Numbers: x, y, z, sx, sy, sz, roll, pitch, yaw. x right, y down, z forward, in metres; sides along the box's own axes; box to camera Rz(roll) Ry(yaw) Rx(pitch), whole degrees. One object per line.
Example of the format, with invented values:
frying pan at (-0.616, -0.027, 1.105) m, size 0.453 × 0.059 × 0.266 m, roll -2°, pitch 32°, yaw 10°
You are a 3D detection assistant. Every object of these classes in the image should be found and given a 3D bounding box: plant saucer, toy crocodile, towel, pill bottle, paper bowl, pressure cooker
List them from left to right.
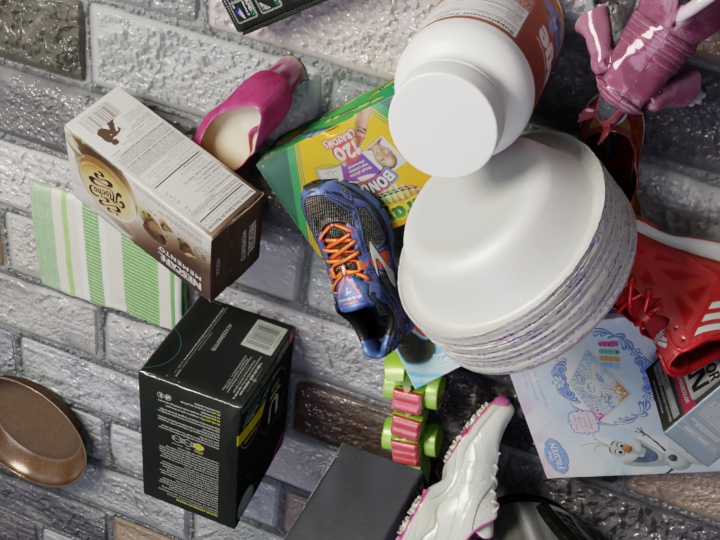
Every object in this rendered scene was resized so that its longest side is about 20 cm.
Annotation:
plant saucer at (-0.462, 0.218, 1.446) m, size 0.197 × 0.037 × 0.203 m, roll 12°, pitch 128°, yaw 15°
towel at (-0.294, -0.016, 1.213) m, size 0.197 × 0.023 × 0.154 m, roll 17°, pitch 128°, yaw 14°
toy crocodile at (0.056, 0.169, 1.163) m, size 0.066 × 0.062 × 0.202 m, roll 11°, pitch 128°, yaw 17°
pill bottle at (0.092, -0.159, 0.820) m, size 0.110 × 0.201 × 0.114 m, roll 12°, pitch 128°, yaw 16°
paper bowl at (0.115, -0.026, 0.840) m, size 0.199 × 0.203 × 0.104 m, roll -19°, pitch 133°, yaw 33°
pressure cooker at (0.184, 0.350, 1.156) m, size 0.175 × 0.200 × 0.179 m, roll 1°, pitch 106°, yaw -3°

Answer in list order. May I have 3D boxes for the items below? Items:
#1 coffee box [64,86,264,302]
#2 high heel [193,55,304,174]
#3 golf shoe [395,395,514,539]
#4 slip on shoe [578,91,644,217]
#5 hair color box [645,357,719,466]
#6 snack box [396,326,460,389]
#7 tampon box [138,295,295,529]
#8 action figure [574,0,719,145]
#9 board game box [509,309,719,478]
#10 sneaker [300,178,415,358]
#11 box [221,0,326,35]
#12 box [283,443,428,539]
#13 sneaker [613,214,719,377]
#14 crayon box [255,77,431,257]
coffee box at (-0.198, -0.077, 1.046) m, size 0.199 × 0.080 × 0.114 m, roll 36°, pitch 148°, yaw 14°
high heel at (-0.128, -0.125, 1.011) m, size 0.067 × 0.096 × 0.199 m, roll 46°, pitch 129°, yaw -13°
golf shoe at (0.120, 0.233, 1.110) m, size 0.091 × 0.201 × 0.075 m, roll 32°, pitch 172°, yaw 11°
slip on shoe at (0.219, -0.061, 0.926) m, size 0.073 × 0.061 × 0.202 m, roll 7°, pitch 127°, yaw 17°
hair color box at (0.347, 0.066, 0.899) m, size 0.060 × 0.099 × 0.200 m, roll 36°, pitch 115°, yaw -15°
snack box at (0.106, 0.026, 1.026) m, size 0.199 × 0.037 × 0.117 m, roll -33°, pitch 81°, yaw 38°
tampon box at (-0.165, 0.164, 1.200) m, size 0.124 × 0.150 × 0.202 m, roll 17°, pitch 129°, yaw 12°
action figure at (0.236, -0.176, 0.788) m, size 0.133 × 0.149 × 0.202 m, roll 27°, pitch 117°, yaw -5°
board game box at (0.259, 0.120, 1.048) m, size 0.196 × 0.044 × 0.202 m, roll -8°, pitch 119°, yaw 27°
sneaker at (0.000, 0.000, 0.980) m, size 0.074 × 0.079 × 0.201 m, roll -13°, pitch 122°, yaw 29°
box at (-0.068, -0.325, 0.874) m, size 0.191 × 0.048 × 0.202 m, roll -11°, pitch 119°, yaw 33°
box at (0.002, 0.348, 1.193) m, size 0.122 × 0.199 × 0.202 m, roll 12°, pitch 140°, yaw 30°
sneaker at (0.236, 0.020, 0.879) m, size 0.196 × 0.117 × 0.079 m, roll 7°, pitch 141°, yaw 7°
crayon box at (0.012, -0.102, 0.989) m, size 0.198 × 0.059 × 0.119 m, roll -21°, pitch 114°, yaw 34°
